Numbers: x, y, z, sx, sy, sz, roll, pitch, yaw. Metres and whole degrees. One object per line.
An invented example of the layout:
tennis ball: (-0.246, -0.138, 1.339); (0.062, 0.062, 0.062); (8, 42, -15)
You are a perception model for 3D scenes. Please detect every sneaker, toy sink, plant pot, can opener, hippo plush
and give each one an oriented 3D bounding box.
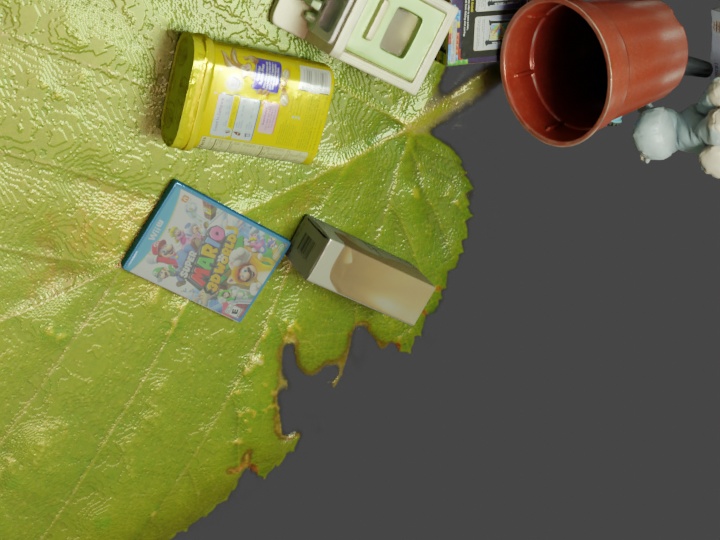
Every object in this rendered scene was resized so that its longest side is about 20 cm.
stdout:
sneaker: (0.311, -0.278, 1.615); (0.200, 0.079, 0.096); (9, 92, -32)
toy sink: (0.005, -0.334, 1.414); (0.200, 0.112, 0.131); (21, 104, -30)
plant pot: (0.332, -0.289, 1.488); (0.195, 0.201, 0.201); (-19, 121, -33)
can opener: (0.464, -0.325, 1.654); (0.200, 0.063, 0.079); (10, 109, -27)
hippo plush: (0.505, -0.235, 1.667); (0.200, 0.160, 0.160); (-32, 127, -61)

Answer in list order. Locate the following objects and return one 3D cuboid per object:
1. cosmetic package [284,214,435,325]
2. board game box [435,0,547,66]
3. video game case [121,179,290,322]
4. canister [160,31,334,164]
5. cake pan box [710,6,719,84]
cosmetic package: (0.000, 0.000, 1.577); (0.200, 0.105, 0.071); (24, 102, -33)
board game box: (0.185, -0.394, 1.501); (0.165, 0.057, 0.200); (-9, 116, -22)
video game case: (-0.215, -0.024, 1.519); (0.200, 0.018, 0.143); (28, 101, -32)
canister: (-0.147, -0.221, 1.417); (0.200, 0.087, 0.149); (6, 111, -28)
cake pan box: (0.652, -0.346, 1.737); (0.184, 0.052, 0.200); (-17, 120, -14)
